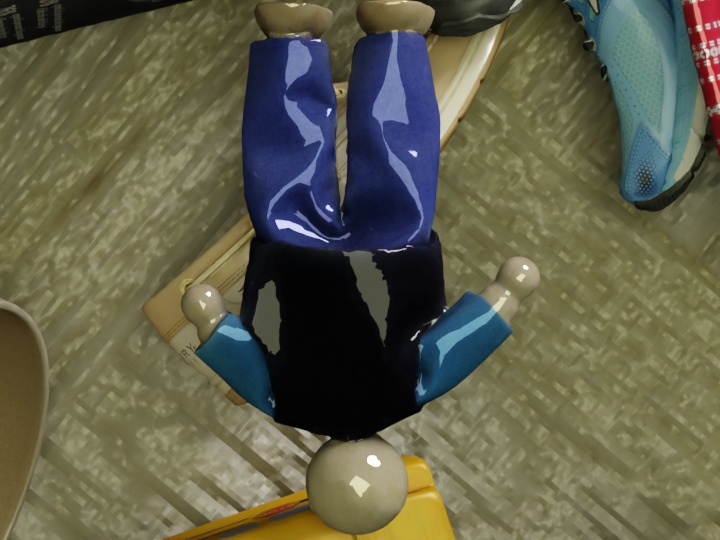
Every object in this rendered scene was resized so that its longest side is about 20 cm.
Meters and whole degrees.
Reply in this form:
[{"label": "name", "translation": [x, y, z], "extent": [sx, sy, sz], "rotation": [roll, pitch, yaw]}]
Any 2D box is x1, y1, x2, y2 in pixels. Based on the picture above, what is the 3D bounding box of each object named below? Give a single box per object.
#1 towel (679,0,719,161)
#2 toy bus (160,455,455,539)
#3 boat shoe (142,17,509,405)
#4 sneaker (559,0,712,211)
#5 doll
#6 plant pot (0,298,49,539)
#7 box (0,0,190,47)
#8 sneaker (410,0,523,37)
[{"label": "towel", "translation": [0.162, -0.131, 0.931], "extent": [0.022, 0.144, 0.201], "rotation": [-12, 94, 35]}, {"label": "toy bus", "translation": [-0.056, 0.136, 0.923], "extent": [0.199, 0.078, 0.065], "rotation": [-19, 92, -7]}, {"label": "boat shoe", "translation": [-0.014, -0.044, 0.932], "extent": [0.069, 0.074, 0.200], "rotation": [36, 82, -4]}, {"label": "sneaker", "translation": [0.099, -0.121, 0.956], "extent": [0.089, 0.078, 0.201], "rotation": [-9, 83, 5]}, {"label": "doll", "translation": [0.000, 0.000, 0.875], "extent": [0.136, 0.048, 0.201], "rotation": [0, 89, 1]}, {"label": "plant pot", "translation": [-0.227, 0.075, 0.860], "extent": [0.134, 0.200, 0.201], "rotation": [26, 87, 17]}, {"label": "box", "translation": [-0.098, -0.155, 0.885], "extent": [0.199, 0.148, 0.105], "rotation": [-15, 91, -8]}, {"label": "sneaker", "translation": [0.026, -0.189, 0.913], "extent": [0.074, 0.079, 0.201], "rotation": [-11, 77, 20]}]
